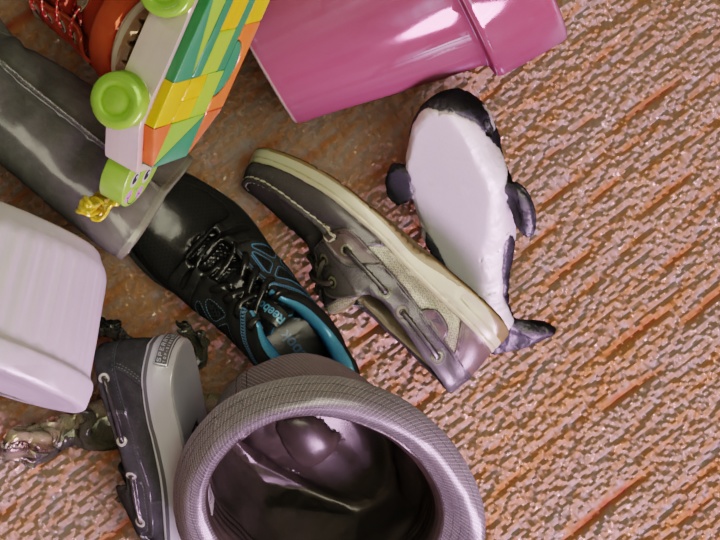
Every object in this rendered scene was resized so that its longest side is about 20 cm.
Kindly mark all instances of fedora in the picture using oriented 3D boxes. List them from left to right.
[{"bbox_3d":[-0.023,0.125,1.572,0.177,0.091,0.200,-41,119,20],"label":"fedora"}]

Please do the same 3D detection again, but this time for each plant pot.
[{"bbox_3d":[0.006,-0.190,1.596,0.178,0.200,0.201,-28,96,2],"label":"plant pot"}]

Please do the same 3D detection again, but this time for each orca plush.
[{"bbox_3d":[0.086,-0.042,1.648,0.071,0.105,0.201,-52,125,-39],"label":"orca plush"}]

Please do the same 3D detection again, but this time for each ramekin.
[{"bbox_3d":[-0.243,0.009,1.517,0.201,0.202,0.095,20,80,-13],"label":"ramekin"}]

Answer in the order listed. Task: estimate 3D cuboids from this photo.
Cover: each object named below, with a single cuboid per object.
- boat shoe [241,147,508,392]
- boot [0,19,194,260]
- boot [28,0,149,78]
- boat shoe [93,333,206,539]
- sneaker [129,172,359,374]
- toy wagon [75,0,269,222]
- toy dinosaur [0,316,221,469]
[{"bbox_3d":[0.000,0.001,1.632,0.200,0.072,0.066,37,79,-1],"label":"boat shoe"},{"bbox_3d":[-0.214,-0.076,1.530,0.200,0.072,0.182,47,50,-10],"label":"boot"},{"bbox_3d":[-0.159,-0.154,1.543,0.107,0.200,0.075,29,93,-5],"label":"boot"},{"bbox_3d":[-0.125,0.125,1.594,0.056,0.069,0.201,3,121,14],"label":"boat shoe"},{"bbox_3d":[-0.072,0.007,1.620,0.200,0.082,0.073,43,80,-10],"label":"sneaker"},{"bbox_3d":[-0.105,-0.113,1.470,0.039,0.155,0.201,28,106,11],"label":"toy wagon"},{"bbox_3d":[-0.133,0.075,1.623,0.198,0.047,0.089,-4,108,-16],"label":"toy dinosaur"}]
